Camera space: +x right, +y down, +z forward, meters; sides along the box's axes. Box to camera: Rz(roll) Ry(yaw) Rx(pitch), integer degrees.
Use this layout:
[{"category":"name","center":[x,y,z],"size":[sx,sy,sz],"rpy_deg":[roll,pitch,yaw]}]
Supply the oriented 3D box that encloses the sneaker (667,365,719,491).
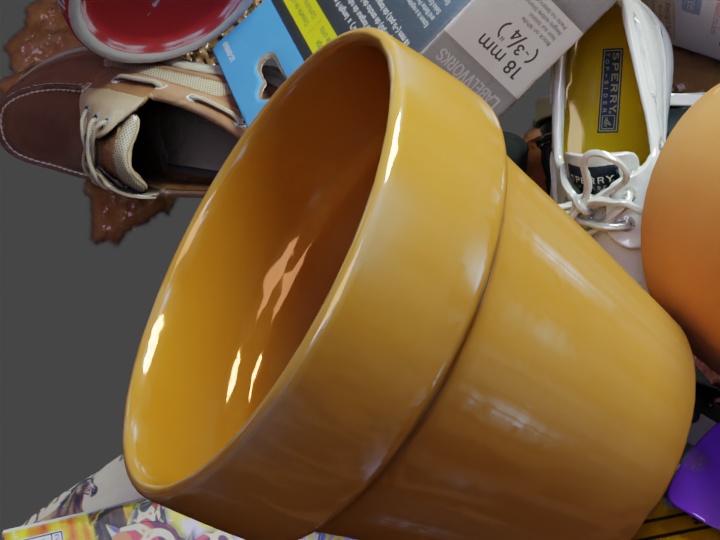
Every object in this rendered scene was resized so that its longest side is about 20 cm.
[{"category":"sneaker","center":[0.158,0.079,0.745],"size":[0.198,0.066,0.092],"rpy_deg":[15,85,15]}]

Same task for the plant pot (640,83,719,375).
[{"category":"plant pot","center":[0.213,-0.012,0.642],"size":[0.198,0.140,0.203],"rpy_deg":[-6,102,-28]}]

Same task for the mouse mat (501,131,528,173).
[{"category":"mouse mat","center":[0.000,0.000,0.775],"size":[0.159,0.008,0.202],"rpy_deg":[3,54,11]}]

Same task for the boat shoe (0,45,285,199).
[{"category":"boat shoe","center":[-0.118,-0.076,0.801],"size":[0.198,0.072,0.077],"rpy_deg":[2,117,26]}]

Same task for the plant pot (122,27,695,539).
[{"category":"plant pot","center":[0.029,0.034,0.620],"size":[0.182,0.200,0.202],"rpy_deg":[28,84,-22]}]

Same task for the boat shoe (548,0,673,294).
[{"category":"boat shoe","center":[0.114,-0.038,0.704],"size":[0.074,0.086,0.205],"rpy_deg":[0,82,26]}]

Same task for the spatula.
[{"category":"spatula","center":[0.119,0.083,0.686],"size":[0.199,0.021,0.057],"rpy_deg":[10,45,45]}]

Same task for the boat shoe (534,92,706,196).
[{"category":"boat shoe","center":[0.186,-0.057,0.763],"size":[0.197,0.074,0.067],"rpy_deg":[1,81,11]}]

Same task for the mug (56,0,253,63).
[{"category":"mug","center":[-0.130,-0.231,0.781],"size":[0.132,0.178,0.201],"rpy_deg":[-13,59,-22]}]

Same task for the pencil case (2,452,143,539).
[{"category":"pencil case","center":[-0.085,0.122,0.776],"size":[0.199,0.090,0.078],"rpy_deg":[-34,32,2]}]

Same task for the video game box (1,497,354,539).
[{"category":"video game box","center":[-0.059,0.198,0.692],"size":[0.180,0.047,0.203],"rpy_deg":[-14,78,3]}]

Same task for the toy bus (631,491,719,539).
[{"category":"toy bus","center":[0.211,0.125,0.657],"size":[0.197,0.078,0.066],"rpy_deg":[-12,113,1]}]

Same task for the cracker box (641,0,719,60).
[{"category":"cracker box","center":[0.225,-0.144,0.737],"size":[0.198,0.134,0.058],"rpy_deg":[21,73,14]}]

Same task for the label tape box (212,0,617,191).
[{"category":"label tape box","center":[0.030,-0.129,0.735],"size":[0.200,0.063,0.145],"rpy_deg":[-44,37,14]}]
